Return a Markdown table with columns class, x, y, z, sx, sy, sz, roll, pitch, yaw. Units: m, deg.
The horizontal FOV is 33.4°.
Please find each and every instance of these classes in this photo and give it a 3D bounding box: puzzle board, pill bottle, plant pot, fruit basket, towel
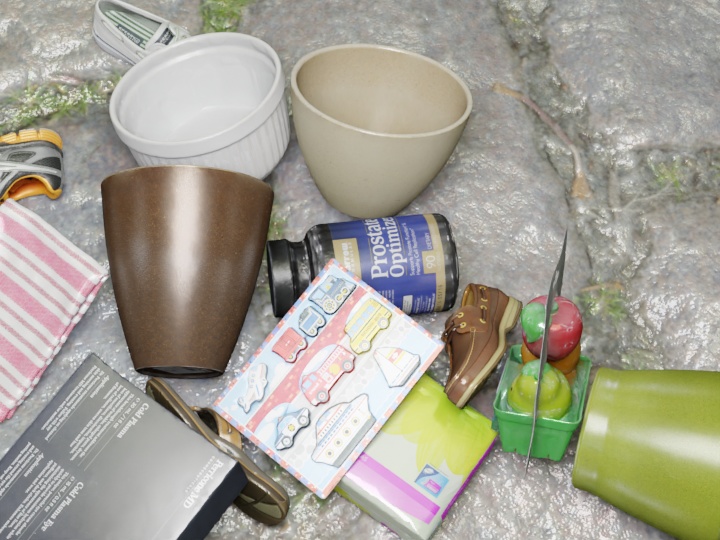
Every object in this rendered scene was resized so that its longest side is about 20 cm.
| class | x | y | z | sx | sy | sz | roll | pitch | yaw |
| --- | --- | --- | --- | --- | --- | --- | --- | --- | --- |
| puzzle board | -0.033 | 0.108 | 1.225 | 0.151 | 0.017 | 0.200 | 37 | 83 | 12 |
| pill bottle | 0.000 | 0.000 | 1.320 | 0.200 | 0.112 | 0.112 | -6 | 65 | -8 |
| plant pot | 0.323 | 0.182 | 1.228 | 0.193 | 0.200 | 0.200 | 13 | 63 | 15 |
| plant pot | -0.188 | 0.010 | 1.277 | 0.187 | 0.187 | 0.200 | 1 | 77 | -4 |
| fruit basket | 0.183 | 0.080 | 1.216 | 0.094 | 0.200 | 0.185 | 3 | 28 | 15 |
| towel | -0.378 | 0.041 | 1.278 | 0.146 | 0.030 | 0.200 | 34 | 90 | 12 |

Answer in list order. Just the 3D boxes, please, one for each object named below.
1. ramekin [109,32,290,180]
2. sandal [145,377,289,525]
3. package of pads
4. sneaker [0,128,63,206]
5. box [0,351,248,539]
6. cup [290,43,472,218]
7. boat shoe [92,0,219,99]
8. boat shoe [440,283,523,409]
| class | x | y | z | sx | sy | sz | roll | pitch | yaw |
| --- | --- | --- | --- | --- | --- | --- | --- | --- | --- |
| ramekin | -0.174 | -0.169 | 1.362 | 0.200 | 0.105 | 0.200 | -8 | 44 | 8 |
| sandal | -0.144 | 0.180 | 1.242 | 0.200 | 0.082 | 0.055 | 36 | 50 | 14 |
| package of pads | 0.028 | 0.172 | 1.263 | 0.200 | 0.068 | 0.155 | 34 | 67 | 11 |
| sneaker | -0.432 | -0.103 | 1.357 | 0.200 | 0.078 | 0.077 | -15 | 72 | -12 |
| box | -0.241 | 0.217 | 1.142 | 0.182 | 0.104 | 0.200 | 35 | 74 | 13 |
| cup | 0.015 | -0.145 | 1.350 | 0.200 | 0.143 | 0.200 | 6 | 37 | -4 |
| boat shoe | -0.241 | -0.268 | 1.455 | 0.200 | 0.067 | 0.074 | 23 | 65 | 6 |
| boat shoe | 0.116 | 0.077 | 1.276 | 0.068 | 0.072 | 0.200 | 33 | 32 | 0 |
